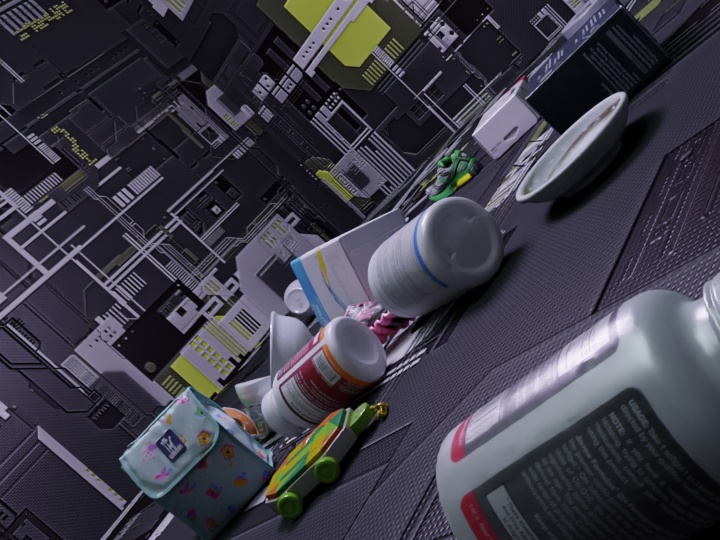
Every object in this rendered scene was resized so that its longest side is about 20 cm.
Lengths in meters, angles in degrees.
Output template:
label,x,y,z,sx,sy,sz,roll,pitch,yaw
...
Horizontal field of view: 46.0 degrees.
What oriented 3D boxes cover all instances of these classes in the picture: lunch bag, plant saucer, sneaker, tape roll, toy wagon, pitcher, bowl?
label,x,y,z,sx,sy,sz,roll,pitch,yaw
lunch bag,-0.264,0.308,1.377,0.170,0.200,0.122,-46,14,-1
plant saucer,0.299,-0.154,1.155,0.200,0.050,0.200,-47,5,5
sneaker,-0.194,0.267,1.638,0.073,0.116,0.200,-12,-8,-4
tape roll,0.625,-0.680,2.241,0.200,0.066,0.200,-46,5,5
sneaker,0.223,-0.243,2.144,0.078,0.085,0.200,-52,6,-36
toy wagon,-0.045,0.233,1.111,0.200,0.040,0.155,-46,6,13
pitcher,-0.145,0.068,2.665,0.171,0.121,0.200,-30,-1,16
bowl,-0.124,0.176,1.625,0.201,0.090,0.202,178,90,-87
sneaker,0.016,0.076,1.374,0.200,0.095,0.079,-45,-34,11

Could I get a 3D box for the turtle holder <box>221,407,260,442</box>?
label,x,y,z,sx,sy,sz,roll,pitch,yaw
turtle holder,-0.268,0.327,1.516,0.185,0.141,0.132,-25,-6,-9

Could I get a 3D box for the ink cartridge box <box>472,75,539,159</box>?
label,x,y,z,sx,sy,sz,roll,pitch,yaw
ink cartridge box,0.354,-0.364,2.005,0.147,0.083,0.200,-43,6,28

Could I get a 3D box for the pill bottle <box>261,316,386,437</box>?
label,x,y,z,sx,sy,sz,roll,pitch,yaw
pill bottle,-0.061,0.169,1.301,0.200,0.113,0.113,-43,7,30

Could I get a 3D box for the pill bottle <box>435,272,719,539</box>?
label,x,y,z,sx,sy,sz,roll,pitch,yaw
pill bottle,0.142,0.080,0.429,0.200,0.111,0.111,-44,7,32

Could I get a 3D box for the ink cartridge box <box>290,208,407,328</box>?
label,x,y,z,sx,sy,sz,roll,pitch,yaw
ink cartridge box,0.000,0.000,1.542,0.147,0.146,0.200,-28,2,-31

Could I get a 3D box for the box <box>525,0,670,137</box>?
label,x,y,z,sx,sy,sz,roll,pitch,yaw
box,0.382,-0.328,1.387,0.200,0.117,0.197,-43,7,25

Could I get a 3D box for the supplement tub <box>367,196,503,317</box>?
label,x,y,z,sx,sy,sz,roll,pitch,yaw
supplement tub,0.105,-0.015,1.235,0.132,0.132,0.200,-50,8,-28
